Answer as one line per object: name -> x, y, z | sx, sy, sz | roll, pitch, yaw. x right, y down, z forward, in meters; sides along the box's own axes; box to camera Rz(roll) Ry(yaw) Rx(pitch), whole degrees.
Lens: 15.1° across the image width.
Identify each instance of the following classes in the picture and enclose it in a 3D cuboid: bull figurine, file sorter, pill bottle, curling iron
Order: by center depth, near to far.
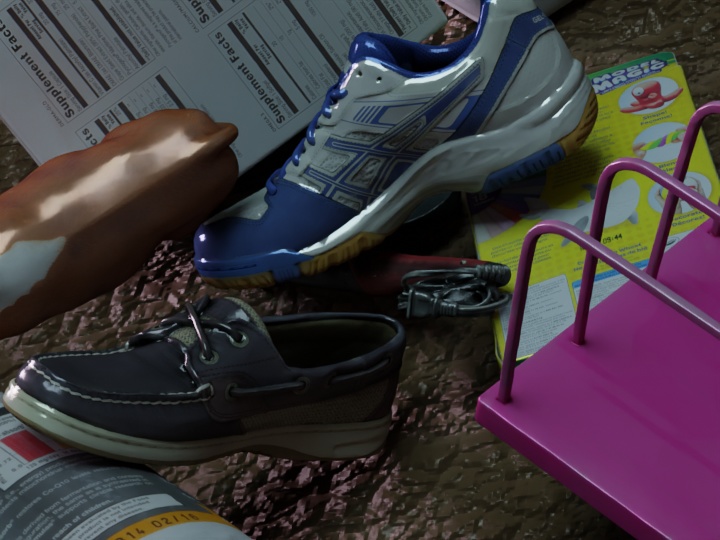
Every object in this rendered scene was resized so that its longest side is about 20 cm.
file sorter -> 0.167, 0.004, 1.057 | 0.139, 0.126, 0.200 | 36, 52, 26
pill bottle -> -0.128, 0.122, 1.117 | 0.116, 0.116, 0.200 | -38, 41, -21
bull figurine -> -0.144, -0.012, 1.219 | 0.200, 0.065, 0.121 | -26, 4, -14
curling iron -> 0.000, 0.000, 1.241 | 0.050, 0.026, 0.200 | -6, 8, -32

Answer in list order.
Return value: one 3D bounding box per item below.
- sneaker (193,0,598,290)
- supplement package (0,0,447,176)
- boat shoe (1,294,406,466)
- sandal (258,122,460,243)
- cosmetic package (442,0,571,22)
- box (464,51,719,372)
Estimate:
sneaker -> 0.004, -0.063, 1.231 | 0.200, 0.088, 0.075 | -27, 17, 10
supplement package -> -0.093, -0.140, 1.343 | 0.200, 0.151, 0.152 | -36, 26, 2
boat shoe -> -0.060, 0.041, 1.139 | 0.200, 0.065, 0.072 | 4, 20, -42
sandal -> -0.022, -0.070, 1.358 | 0.075, 0.048, 0.200 | -33, 38, -15
cosmetic package -> 0.072, -0.264, 1.426 | 0.165, 0.200, 0.165 | -33, 37, -15
box -> 0.109, -0.021, 1.239 | 0.117, 0.048, 0.200 | -16, 40, 7
